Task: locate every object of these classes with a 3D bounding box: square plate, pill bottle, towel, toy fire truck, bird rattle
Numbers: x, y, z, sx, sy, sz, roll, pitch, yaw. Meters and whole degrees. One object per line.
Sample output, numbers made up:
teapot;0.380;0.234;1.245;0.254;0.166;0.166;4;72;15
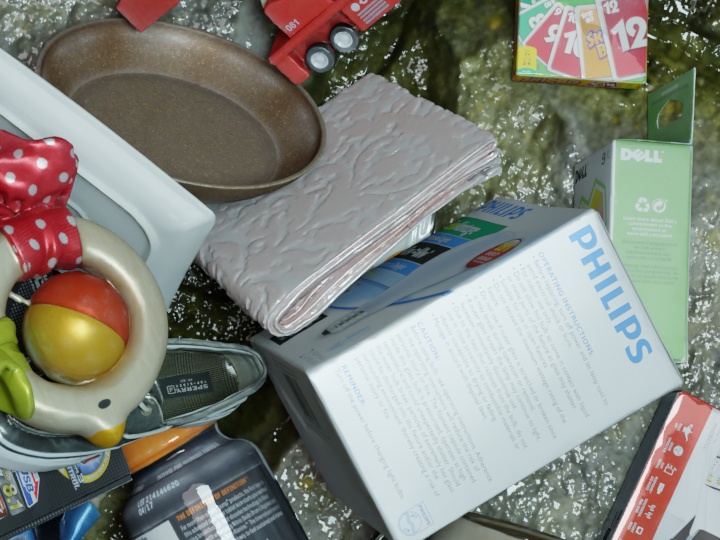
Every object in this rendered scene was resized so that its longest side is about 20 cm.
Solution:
square plate;-0.197;-0.051;1.299;0.199;0.198;0.029;37;64;0
pill bottle;-0.089;0.185;1.328;0.106;0.106;0.201;-28;87;-8
towel;-0.021;-0.048;1.326;0.190;0.200;0.032;-37;119;-9
toy fire truck;-0.054;-0.205;1.363;0.141;0.049;0.200;42;121;-20
bird rattle;-0.190;0.020;1.179;0.162;0.112;0.201;29;52;-21

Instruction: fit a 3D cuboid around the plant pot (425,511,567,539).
plant pot;0.087;0.253;1.282;0.198;0.200;0.175;17;88;-3

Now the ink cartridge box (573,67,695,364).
ink cartridge box;0.185;-0.034;1.378;0.059;0.104;0.202;4;83;-8

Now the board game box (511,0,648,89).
board game box;0.160;-0.234;1.439;0.095;0.030;0.202;3;81;-5

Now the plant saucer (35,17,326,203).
plant saucer;-0.122;-0.101;1.341;0.199;0.201;0.037;19;122;-3

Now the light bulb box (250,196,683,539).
light bulb box;0.059;0.056;1.247;0.199;0.198;0.126;-30;100;-10

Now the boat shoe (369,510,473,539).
boat shoe;0.048;0.145;1.368;0.064;0.071;0.200;46;74;0

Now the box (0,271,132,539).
box;-0.239;0.065;1.243;0.044;0.160;0.202;-21;89;35

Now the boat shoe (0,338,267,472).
boat shoe;-0.146;0.071;1.238;0.199;0.071;0.073;-12;76;-40

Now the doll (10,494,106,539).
doll;-0.237;0.136;1.349;0.135;0.048;0.202;0;90;-15

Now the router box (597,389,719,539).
router box;0.252;0.211;1.385;0.178;0.049;0.201;26;82;-2

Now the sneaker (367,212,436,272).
sneaker;0.000;0.000;1.376;0.091;0.076;0.202;10;82;0
